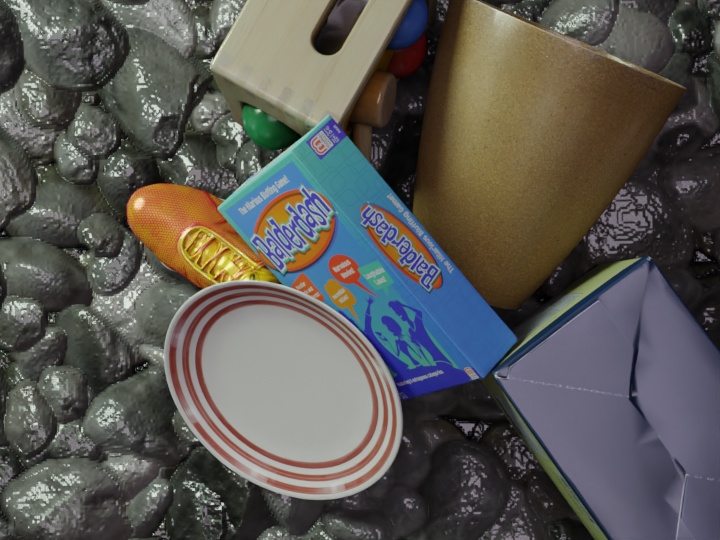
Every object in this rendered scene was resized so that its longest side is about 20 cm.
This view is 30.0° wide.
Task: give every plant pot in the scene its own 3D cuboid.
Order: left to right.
[{"bbox_3d":[0.118,-0.080,1.006,0.185,0.186,0.201,22,104,1],"label":"plant pot"}]

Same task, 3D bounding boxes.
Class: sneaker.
[{"bbox_3d":[-0.095,-0.006,1.044,0.199,0.077,0.073,33,89,1],"label":"sneaker"}]

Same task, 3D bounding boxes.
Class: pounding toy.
[{"bbox_3d":[-0.014,-0.141,1.004,0.141,0.184,0.201,29,84,5],"label":"pounding toy"}]

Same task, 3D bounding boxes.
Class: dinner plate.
[{"bbox_3d":[-0.058,0.090,1.024,0.198,0.024,0.202,11,124,17],"label":"dinner plate"}]

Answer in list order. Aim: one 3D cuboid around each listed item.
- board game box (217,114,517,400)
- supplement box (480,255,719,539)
[{"bbox_3d":[0.000,0.000,0.953,0.045,0.152,0.200,-44,97,-26],"label":"board game box"},{"bbox_3d":[0.194,0.110,0.978,0.134,0.200,0.201,-36,90,-1],"label":"supplement box"}]
